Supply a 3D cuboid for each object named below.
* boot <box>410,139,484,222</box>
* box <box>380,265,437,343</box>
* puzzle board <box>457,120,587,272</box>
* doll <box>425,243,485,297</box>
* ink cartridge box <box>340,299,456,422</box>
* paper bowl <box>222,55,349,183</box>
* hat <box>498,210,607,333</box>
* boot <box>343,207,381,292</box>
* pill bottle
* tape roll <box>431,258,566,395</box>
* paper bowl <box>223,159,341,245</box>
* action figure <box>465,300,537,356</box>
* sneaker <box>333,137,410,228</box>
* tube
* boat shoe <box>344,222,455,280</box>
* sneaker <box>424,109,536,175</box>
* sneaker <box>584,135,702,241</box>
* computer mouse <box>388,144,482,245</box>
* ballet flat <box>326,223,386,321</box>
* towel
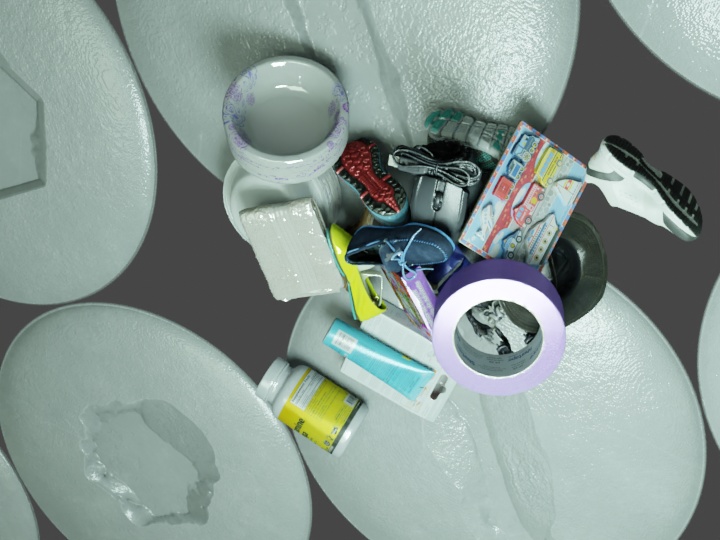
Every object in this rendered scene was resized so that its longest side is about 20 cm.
[{"bbox_3d":[0.120,-0.125,1.585,0.199,0.077,0.169,4,139,44],"label":"boot"},{"bbox_3d":[0.089,0.041,1.672,0.039,0.200,0.138,-30,104,-4],"label":"box"},{"bbox_3d":[0.250,-0.097,1.523,0.150,0.017,0.202,29,88,-22],"label":"puzzle board"},{"bbox_3d":[0.178,-0.036,1.652,0.200,0.048,0.137,-47,57,23],"label":"doll"},{"bbox_3d":[0.079,0.161,1.826,0.198,0.047,0.161,28,124,4],"label":"ink cartridge box"},{"bbox_3d":[-0.116,-0.230,1.616,0.199,0.202,0.105,22,156,11],"label":"paper bowl"},{"bbox_3d":[0.286,0.000,1.603,0.198,0.081,0.204,-2,97,-17],"label":"hat"},{"bbox_3d":[-0.012,-0.053,1.736,0.075,0.074,0.201,31,128,13],"label":"boot"},{"bbox_3d":[-0.093,0.251,1.906,0.199,0.113,0.113,32,125,5],"label":"pill bottle"},{"bbox_3d":[0.206,0.086,1.528,0.197,0.066,0.202,3,118,6],"label":"tape roll"},{"bbox_3d":[-0.140,-0.117,1.726,0.198,0.105,0.203,10,121,18],"label":"paper bowl"},{"bbox_3d":[0.227,0.072,1.667,0.118,0.201,0.102,-38,138,11],"label":"action figure"},{"bbox_3d":[0.020,-0.128,1.633,0.079,0.201,0.096,-28,139,-1],"label":"sneaker"},{"bbox_3d":[0.028,0.155,1.790,0.199,0.051,0.078,32,129,-1],"label":"tube"},{"bbox_3d":[0.058,-0.022,1.547,0.199,0.069,0.084,-3,132,50],"label":"boat shoe"},{"bbox_3d":[0.191,-0.180,1.585,0.198,0.078,0.092,23,140,15],"label":"sneaker"},{"bbox_3d":[0.421,-0.113,1.519,0.200,0.074,0.080,43,136,4],"label":"sneaker"},{"bbox_3d":[0.109,-0.093,1.512,0.137,0.053,0.201,16,147,17],"label":"computer mouse"},{"bbox_3d":[0.000,0.000,1.684,0.066,0.067,0.202,-9,128,11],"label":"ballet flat"},{"bbox_3d":[-0.109,-0.031,1.673,0.131,0.035,0.201,-10,131,15],"label":"towel"}]
